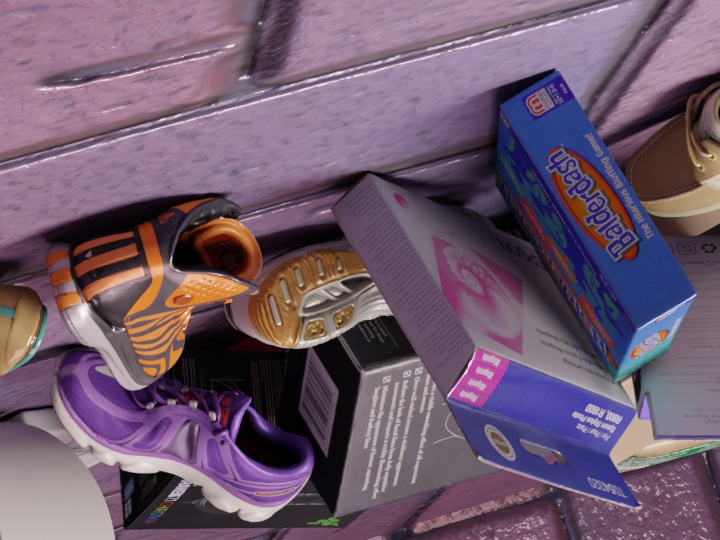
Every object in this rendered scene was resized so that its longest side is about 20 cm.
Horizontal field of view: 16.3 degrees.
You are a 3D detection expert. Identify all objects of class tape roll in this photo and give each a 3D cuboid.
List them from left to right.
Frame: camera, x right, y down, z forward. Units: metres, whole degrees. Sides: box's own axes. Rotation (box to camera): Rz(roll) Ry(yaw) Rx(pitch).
[{"bbox_3d":[-0.296,0.213,1.830,0.202,0.204,0.139,-24,167,27],"label":"tape roll"}]

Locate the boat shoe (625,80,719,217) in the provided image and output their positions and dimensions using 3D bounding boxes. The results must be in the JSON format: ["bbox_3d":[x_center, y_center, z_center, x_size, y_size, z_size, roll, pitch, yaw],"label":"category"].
[{"bbox_3d":[0.237,-0.093,1.571,0.199,0.075,0.066,-29,152,37],"label":"boat shoe"}]

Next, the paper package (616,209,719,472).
[{"bbox_3d":[0.238,0.038,1.863,0.199,0.192,0.103,-12,167,-21],"label":"paper package"}]

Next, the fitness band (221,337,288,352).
[{"bbox_3d":[-0.027,0.066,1.975,0.199,0.038,0.143,-10,166,-31],"label":"fitness band"}]

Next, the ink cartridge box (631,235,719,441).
[{"bbox_3d":[0.273,0.053,1.627,0.196,0.201,0.044,0,129,0],"label":"ink cartridge box"}]

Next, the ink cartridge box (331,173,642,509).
[{"bbox_3d":[0.091,0.044,1.544,0.043,0.201,0.196,-43,147,18],"label":"ink cartridge box"}]

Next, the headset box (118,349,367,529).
[{"bbox_3d":[-0.068,0.132,1.912,0.198,0.094,0.174,2,158,-21],"label":"headset box"}]

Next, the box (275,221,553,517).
[{"bbox_3d":[0.056,0.067,1.783,0.199,0.107,0.149,-12,137,-24],"label":"box"}]

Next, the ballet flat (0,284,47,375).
[{"bbox_3d":[-0.249,0.048,1.518,0.063,0.069,0.200,18,151,-21],"label":"ballet flat"}]

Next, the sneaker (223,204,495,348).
[{"bbox_3d":[0.000,0.000,1.661,0.199,0.076,0.087,-11,-174,-29],"label":"sneaker"}]

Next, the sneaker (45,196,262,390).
[{"bbox_3d":[-0.107,0.015,1.495,0.111,0.078,0.200,-18,169,6],"label":"sneaker"}]

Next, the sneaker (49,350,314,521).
[{"bbox_3d":[-0.120,0.099,1.746,0.199,0.081,0.083,24,139,-20],"label":"sneaker"}]

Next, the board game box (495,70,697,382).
[{"bbox_3d":[0.137,-0.021,1.506,0.045,0.153,0.200,-30,169,-3],"label":"board game box"}]

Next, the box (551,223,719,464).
[{"bbox_3d":[0.209,0.051,1.733,0.199,0.078,0.095,-28,143,-22],"label":"box"}]

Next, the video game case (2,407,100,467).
[{"bbox_3d":[-0.261,0.146,2.020,0.181,0.024,0.199,-26,166,34],"label":"video game case"}]
